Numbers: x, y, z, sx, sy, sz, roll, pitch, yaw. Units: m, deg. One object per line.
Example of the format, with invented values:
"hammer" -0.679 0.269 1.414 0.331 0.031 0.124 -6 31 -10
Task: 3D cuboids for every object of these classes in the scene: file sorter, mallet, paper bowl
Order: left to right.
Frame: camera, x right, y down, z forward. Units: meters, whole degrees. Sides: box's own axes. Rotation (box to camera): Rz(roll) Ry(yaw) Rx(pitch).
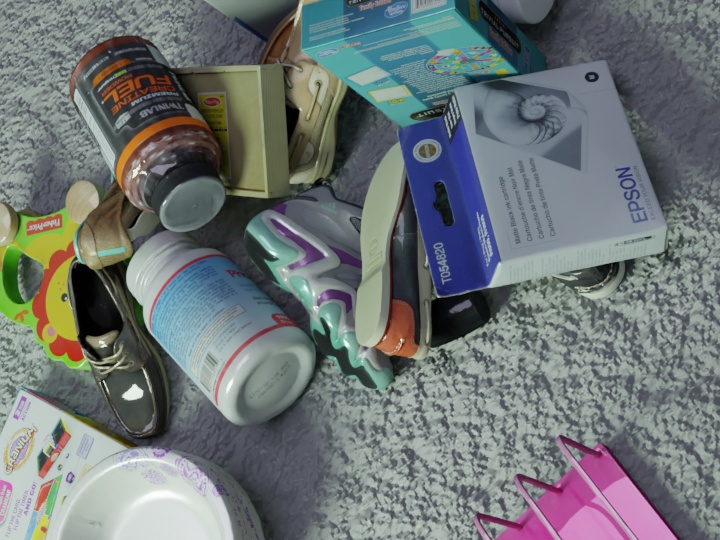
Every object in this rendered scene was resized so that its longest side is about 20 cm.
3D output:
"paper bowl" -0.183 0.269 1.347 0.198 0.104 0.203 -5 76 21
"mallet" 0.076 -0.030 1.339 0.065 0.041 0.202 -19 62 26
"file sorter" 0.143 0.247 1.154 0.200 0.125 0.139 -45 58 11

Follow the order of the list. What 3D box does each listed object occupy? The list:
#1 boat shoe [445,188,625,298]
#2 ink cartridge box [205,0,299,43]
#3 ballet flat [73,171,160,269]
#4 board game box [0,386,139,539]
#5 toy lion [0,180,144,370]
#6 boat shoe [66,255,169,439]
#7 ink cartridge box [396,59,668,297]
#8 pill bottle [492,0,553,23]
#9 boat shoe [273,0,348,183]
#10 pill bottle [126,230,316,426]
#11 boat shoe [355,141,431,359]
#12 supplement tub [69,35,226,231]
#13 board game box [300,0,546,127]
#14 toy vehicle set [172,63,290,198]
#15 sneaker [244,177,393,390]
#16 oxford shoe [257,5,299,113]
"boat shoe" 0.145 -0.044 1.284 0.200 0.060 0.074 41 96 33
"ink cartridge box" -0.130 -0.354 1.497 0.084 0.144 0.202 -32 61 20
"ballet flat" -0.226 -0.072 1.467 0.071 0.068 0.201 -3 33 14
"board game box" -0.303 0.226 1.481 0.199 0.040 0.155 22 87 34
"toy lion" -0.313 0.012 1.548 0.198 0.068 0.194 -10 78 27
"boat shoe" -0.253 0.076 1.450 0.074 0.073 0.202 -23 85 13
"ink cartridge box" 0.141 -0.083 1.242 0.197 0.041 0.201 -13 54 0
"pill bottle" 0.081 -0.283 1.361 0.198 0.108 0.110 13 82 33
"boat shoe" -0.055 -0.177 1.391 0.071 0.064 0.203 33 124 50
"pill bottle" -0.140 0.049 1.398 0.109 0.108 0.200 -52 57 7
"boat shoe" 0.039 -0.018 1.301 0.071 0.062 0.202 -37 43 56
"supplement tub" -0.203 -0.131 1.417 0.107 0.107 0.201 -43 57 12
"board game box" 0.061 -0.195 1.299 0.149 0.200 0.048 -10 70 28
"toy vehicle set" -0.137 -0.140 1.436 0.199 0.026 0.126 10 105 54
"sneaker" 0.000 0.000 1.353 0.139 0.078 0.201 -36 87 -21
"oxford shoe" -0.068 -0.194 1.459 0.201 0.071 0.071 -51 59 21
